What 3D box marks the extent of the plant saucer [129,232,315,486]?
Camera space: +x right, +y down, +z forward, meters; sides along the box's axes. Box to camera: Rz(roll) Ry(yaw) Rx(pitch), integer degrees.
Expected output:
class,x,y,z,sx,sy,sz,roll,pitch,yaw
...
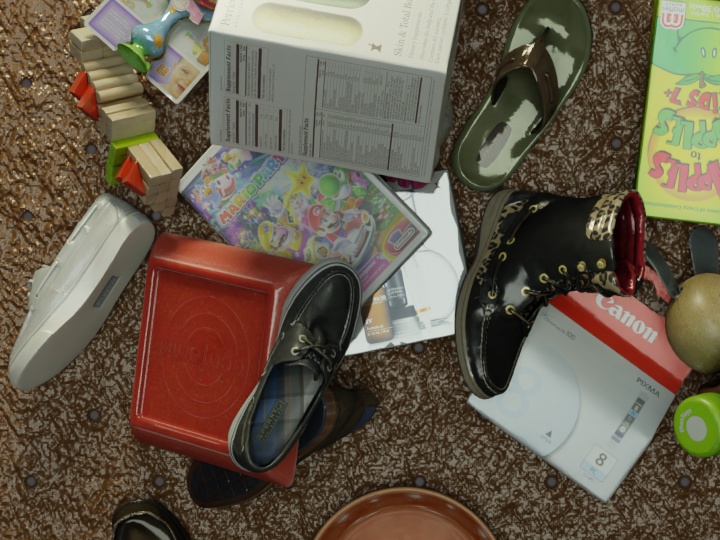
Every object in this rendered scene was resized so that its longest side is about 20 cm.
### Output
class,x,y,z,sx,sy,sz,roll,pitch,yaw
plant saucer,-0.134,0.078,1.710,0.198,0.037,0.202,12,98,37

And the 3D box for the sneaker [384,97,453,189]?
class,x,y,z,sx,sy,sz,roll,pitch,yaw
sneaker,0.001,-0.155,1.735,0.199,0.082,0.088,31,58,15

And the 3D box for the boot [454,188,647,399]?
class,x,y,z,sx,sy,sz,roll,pitch,yaw
boot,0.169,0.015,1.672,0.150,0.073,0.202,-4,60,38

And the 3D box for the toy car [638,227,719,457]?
class,x,y,z,sx,sy,sz,roll,pitch,yaw
toy car,0.332,0.044,1.676,0.158,0.163,0.201,-47,63,38

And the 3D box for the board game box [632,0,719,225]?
class,x,y,z,sx,sy,sz,roll,pitch,yaw
board game box,0.309,-0.145,1.724,0.101,0.048,0.202,7,92,4

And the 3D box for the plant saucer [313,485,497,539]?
class,x,y,z,sx,sy,sz,roll,pitch,yaw
plant saucer,0.042,0.301,1.761,0.198,0.032,0.202,0,91,3

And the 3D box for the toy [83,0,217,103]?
class,x,y,z,sx,sy,sz,roll,pitch,yaw
toy,-0.146,-0.264,1.724,0.115,0.047,0.200,40,76,1

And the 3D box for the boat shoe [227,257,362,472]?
class,x,y,z,sx,sy,sz,roll,pitch,yaw
boat shoe,-0.053,0.084,1.620,0.070,0.066,0.201,32,87,-15

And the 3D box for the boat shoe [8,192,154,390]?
class,x,y,z,sx,sy,sz,roll,pitch,yaw
boat shoe,-0.274,0.017,1.763,0.068,0.072,0.201,38,101,24

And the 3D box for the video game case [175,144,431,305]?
class,x,y,z,sx,sy,sz,roll,pitch,yaw
video game case,-0.053,-0.056,1.708,0.200,0.018,0.143,46,104,6

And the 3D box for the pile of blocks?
class,x,y,z,sx,sy,sz,roll,pitch,yaw
pile of blocks,-0.232,-0.139,1.738,0.062,0.082,0.201,-16,75,-31

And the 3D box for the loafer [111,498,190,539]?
class,x,y,z,sx,sy,sz,roll,pitch,yaw
loafer,-0.180,0.310,1.757,0.072,0.071,0.202,-21,90,4

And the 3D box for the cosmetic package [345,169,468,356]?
class,x,y,z,sx,sy,sz,roll,pitch,yaw
cosmetic package,0.000,0.000,1.749,0.198,0.052,0.152,-12,88,5

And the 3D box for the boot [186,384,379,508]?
class,x,y,z,sx,sy,sz,roll,pitch,yaw
boot,-0.070,0.164,1.746,0.199,0.097,0.075,-34,70,35

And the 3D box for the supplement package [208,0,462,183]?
class,x,y,z,sx,sy,sz,roll,pitch,yaw
supplement package,-0.019,-0.194,1.620,0.198,0.151,0.153,10,56,3

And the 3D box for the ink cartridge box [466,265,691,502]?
class,x,y,z,sx,sy,sz,roll,pitch,yaw
ink cartridge box,0.217,0.086,1.736,0.160,0.047,0.201,35,95,2

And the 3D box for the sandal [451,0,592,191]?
class,x,y,z,sx,sy,sz,roll,pitch,yaw
sandal,0.152,-0.163,1.729,0.079,0.057,0.202,27,93,3
